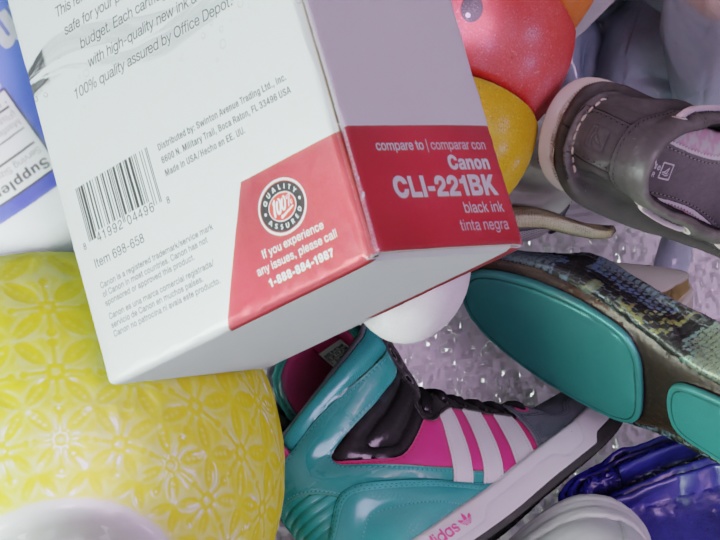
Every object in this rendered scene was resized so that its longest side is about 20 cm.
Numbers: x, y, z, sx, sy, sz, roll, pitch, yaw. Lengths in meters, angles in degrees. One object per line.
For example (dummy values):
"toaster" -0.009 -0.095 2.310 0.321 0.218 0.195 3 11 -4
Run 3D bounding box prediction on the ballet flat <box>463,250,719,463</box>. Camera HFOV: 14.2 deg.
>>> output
"ballet flat" 0.137 0.036 1.218 0.074 0.200 0.074 -41 149 -32

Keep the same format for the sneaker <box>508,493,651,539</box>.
"sneaker" 0.044 0.180 1.204 0.075 0.089 0.200 38 104 -15

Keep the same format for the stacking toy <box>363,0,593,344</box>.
"stacking toy" 0.029 -0.066 1.119 0.146 0.146 0.200 16 64 -27

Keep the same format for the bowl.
"bowl" -0.117 0.105 1.094 0.200 0.108 0.200 -7 121 -11

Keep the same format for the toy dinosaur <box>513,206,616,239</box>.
"toy dinosaur" 0.000 0.000 1.173 0.200 0.088 0.048 -10 97 12

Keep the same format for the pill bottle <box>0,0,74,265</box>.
"pill bottle" -0.146 -0.063 1.130 0.112 0.112 0.200 -43 108 -23

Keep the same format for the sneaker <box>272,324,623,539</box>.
"sneaker" 0.023 0.065 1.240 0.121 0.084 0.200 51 37 8

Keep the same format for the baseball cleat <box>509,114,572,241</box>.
"baseball cleat" -0.009 -0.049 1.230 0.200 0.106 0.070 19 66 3

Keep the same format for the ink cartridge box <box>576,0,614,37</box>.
"ink cartridge box" 0.061 -0.209 1.189 0.200 0.160 0.047 44 44 -2

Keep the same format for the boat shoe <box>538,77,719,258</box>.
"boat shoe" 0.155 -0.032 1.151 0.200 0.057 0.067 10 102 -42

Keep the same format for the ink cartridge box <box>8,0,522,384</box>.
"ink cartridge box" -0.043 -0.077 1.042 0.084 0.144 0.200 -5 74 -47

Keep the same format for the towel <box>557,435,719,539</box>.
"towel" 0.180 0.150 1.284 0.148 0.050 0.200 -15 120 8

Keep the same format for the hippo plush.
"hippo plush" 0.166 -0.112 1.274 0.161 0.159 0.200 -28 83 -37
